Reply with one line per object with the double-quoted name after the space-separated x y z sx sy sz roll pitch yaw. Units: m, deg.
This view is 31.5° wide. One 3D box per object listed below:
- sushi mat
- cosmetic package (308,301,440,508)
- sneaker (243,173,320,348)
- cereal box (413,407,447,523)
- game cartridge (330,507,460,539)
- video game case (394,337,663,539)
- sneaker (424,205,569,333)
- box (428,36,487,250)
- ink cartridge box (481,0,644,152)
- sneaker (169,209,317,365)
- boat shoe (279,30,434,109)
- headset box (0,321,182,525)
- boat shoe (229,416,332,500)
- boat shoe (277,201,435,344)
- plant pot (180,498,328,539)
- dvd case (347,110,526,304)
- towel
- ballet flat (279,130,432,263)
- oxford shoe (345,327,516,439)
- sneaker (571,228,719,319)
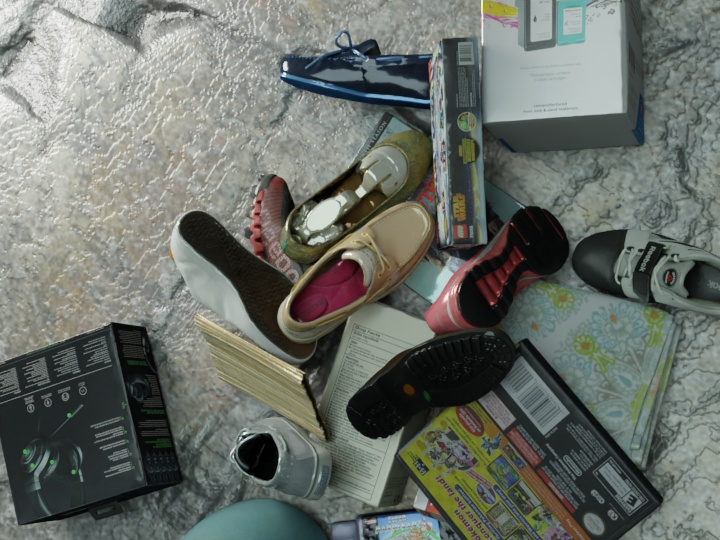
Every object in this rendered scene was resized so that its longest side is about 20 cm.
-0.108 0.113 1.363 0.012 0.096 0.199 -39 38 -25 "sushi mat"
0.018 0.139 1.357 0.104 0.071 0.202 20 90 22 "cosmetic package"
-0.073 -0.009 1.408 0.097 0.071 0.203 -7 83 18 "sneaker"
0.168 0.204 1.297 0.198 0.040 0.145 13 72 20 "cereal box"
0.068 0.314 1.341 0.198 0.038 0.131 -10 84 18 "game cartridge"
0.159 0.199 1.235 0.181 0.025 0.200 -44 79 20 "video game case"
0.132 -0.001 1.289 0.087 0.200 0.074 -26 99 51 "sneaker"
0.097 -0.123 1.293 0.039 0.137 0.202 -3 88 -2 "box"
0.207 -0.236 1.297 0.145 0.147 0.202 -2 82 19 "ink cartridge box"
-0.126 0.026 1.365 0.200 0.085 0.073 48 56 5 "sneaker"
0.012 -0.221 1.408 0.198 0.084 0.069 9 90 4 "boat shoe"
-0.313 0.182 1.457 0.173 0.093 0.202 -20 78 16 "headset box"
-0.096 0.188 1.335 0.071 0.200 0.071 19 86 -24 "boat shoe"
0.000 0.000 1.306 0.200 0.069 0.074 -42 84 -9 "boat shoe"
-0.135 0.345 1.339 0.198 0.134 0.202 -3 83 26 "plant pot"
0.066 -0.060 1.392 0.199 0.022 0.147 37 96 20 "dvd case"
0.209 0.103 1.287 0.198 0.048 0.172 14 67 20 "towel"
-0.003 -0.081 1.348 0.199 0.071 0.071 -38 73 -5 "ballet flat"
0.073 0.092 1.241 0.199 0.084 0.073 -26 103 38 "oxford shoe"
0.303 -0.001 1.268 0.198 0.088 0.075 13 89 22 "sneaker"
